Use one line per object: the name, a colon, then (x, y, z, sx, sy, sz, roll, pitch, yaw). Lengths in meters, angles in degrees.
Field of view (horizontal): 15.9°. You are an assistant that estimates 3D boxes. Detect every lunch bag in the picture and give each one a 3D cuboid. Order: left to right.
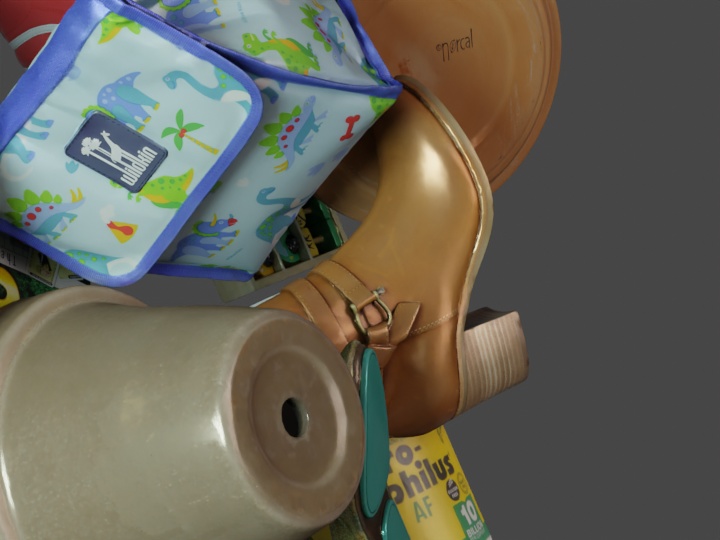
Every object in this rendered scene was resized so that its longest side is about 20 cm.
lunch bag: (-0.105, -0.086, 1.406, 0.199, 0.170, 0.128, 7, 44, -43)

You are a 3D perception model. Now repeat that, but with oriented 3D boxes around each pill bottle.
pill bottle: (-0.005, 0.104, 1.550, 0.113, 0.112, 0.201, -24, 91, -58)

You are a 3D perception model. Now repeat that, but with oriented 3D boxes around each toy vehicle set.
toy vehicle set: (-0.084, -0.087, 1.635, 0.124, 0.026, 0.201, -24, 91, -58)

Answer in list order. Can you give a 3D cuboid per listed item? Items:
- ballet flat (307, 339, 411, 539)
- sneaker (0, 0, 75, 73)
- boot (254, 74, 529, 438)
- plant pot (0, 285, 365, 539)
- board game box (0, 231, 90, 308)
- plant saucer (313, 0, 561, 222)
ballet flat: (-0.010, 0.127, 1.430, 0.071, 0.070, 0.201, -67, 151, -49)
sneaker: (-0.121, -0.161, 1.473, 0.113, 0.199, 0.071, 67, 27, -13)
boot: (0.000, 0.000, 1.476, 0.154, 0.077, 0.201, -18, 98, -23)
plant pot: (-0.097, 0.094, 1.344, 0.200, 0.174, 0.202, 21, 62, -46)
board game box: (-0.222, -0.022, 1.398, 0.200, 0.023, 0.105, 26, 52, -46)
plant saucer: (0.037, -0.122, 1.542, 0.199, 0.032, 0.202, -10, 111, -28)
